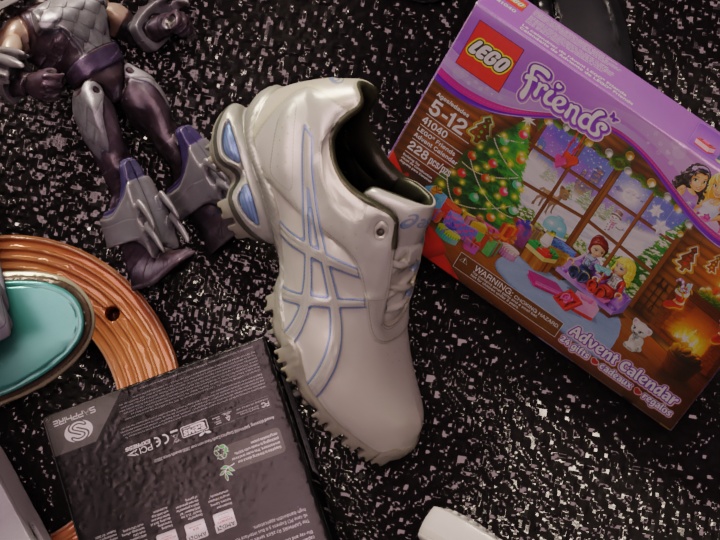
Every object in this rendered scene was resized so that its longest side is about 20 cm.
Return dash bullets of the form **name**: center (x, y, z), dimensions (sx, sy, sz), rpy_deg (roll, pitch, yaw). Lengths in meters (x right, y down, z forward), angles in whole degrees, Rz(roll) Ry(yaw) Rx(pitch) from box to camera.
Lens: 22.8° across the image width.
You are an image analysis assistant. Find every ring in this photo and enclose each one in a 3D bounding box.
- **ring**: center (-0.190, 0.081, 0.953), dimensions (0.198, 0.019, 0.203), rpy_deg (-1, 80, 5)

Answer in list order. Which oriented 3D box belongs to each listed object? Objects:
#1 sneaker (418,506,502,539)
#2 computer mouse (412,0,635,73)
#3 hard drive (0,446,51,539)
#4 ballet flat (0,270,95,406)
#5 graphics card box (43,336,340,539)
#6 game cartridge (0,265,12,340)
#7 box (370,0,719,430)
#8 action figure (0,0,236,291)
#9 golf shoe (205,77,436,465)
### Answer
- **sneaker**: center (0.089, 0.203, 0.857), dimensions (0.200, 0.074, 0.082), rpy_deg (43, 82, 11)
- **computer mouse**: center (0.096, -0.107, 0.947), dimensions (0.137, 0.053, 0.202), rpy_deg (-15, 79, 1)
- **hard drive**: center (-0.237, 0.196, 0.906), dimensions (0.199, 0.027, 0.132), rpy_deg (-37, 70, 8)
- **ballet flat**: center (-0.230, 0.052, 0.920), dimensions (0.198, 0.070, 0.070), rpy_deg (-21, 78, -3)
- **graphics card box**: center (-0.071, 0.148, 0.893), dimensions (0.124, 0.051, 0.202), rpy_deg (-21, 78, 3)
- **game cartridge**: center (-0.253, -0.007, 0.911), dimensions (0.132, 0.041, 0.201), rpy_deg (-28, 42, 2)
- **box**: center (0.112, -0.030, 0.891), dimensions (0.199, 0.039, 0.137), rpy_deg (35, 124, 6)
- **action figure**: center (-0.131, -0.095, 0.946), dimensions (0.130, 0.069, 0.201), rpy_deg (-31, 88, -33)
- **golf shoe**: center (0.000, 0.000, 0.890), dimensions (0.097, 0.078, 0.202), rpy_deg (-17, 102, 31)
